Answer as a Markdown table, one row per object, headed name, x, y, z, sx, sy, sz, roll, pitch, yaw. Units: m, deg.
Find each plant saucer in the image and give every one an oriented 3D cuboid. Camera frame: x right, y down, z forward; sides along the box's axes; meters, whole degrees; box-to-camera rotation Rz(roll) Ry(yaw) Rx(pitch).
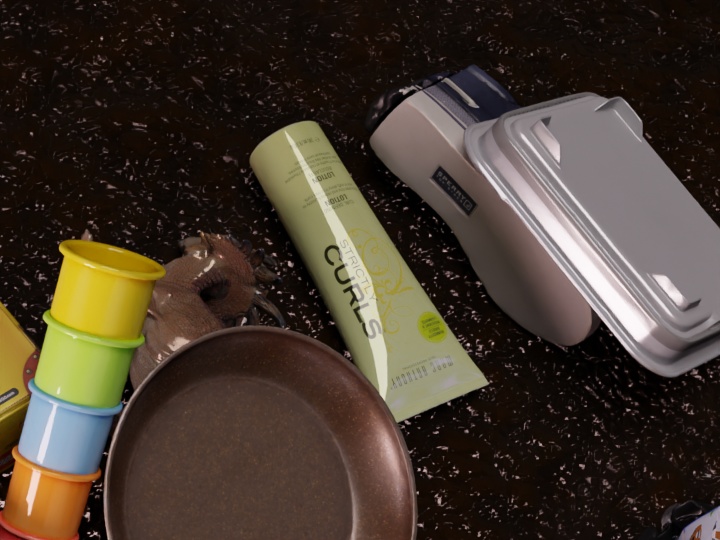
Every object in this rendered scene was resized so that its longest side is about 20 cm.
| name | x | y | z | sx | sy | sz | roll | pitch | yaw |
| --- | --- | --- | --- | --- | --- | --- | --- | --- | --- |
| plant saucer | -0.061 | 0.132 | 1.363 | 0.200 | 0.037 | 0.201 | 7 | 76 | -32 |

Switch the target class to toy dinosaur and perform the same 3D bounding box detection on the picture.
| name | x | y | z | sx | sy | sz | roll | pitch | yaw |
| --- | --- | --- | --- | --- | --- | --- | --- | --- | --- |
| toy dinosaur | -0.098 | 0.049 | 1.421 | 0.135 | 0.086 | 0.200 | 0 | 63 | -21 |

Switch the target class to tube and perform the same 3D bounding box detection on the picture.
| name | x | y | z | sx | sy | sz | roll | pitch | yaw |
| --- | --- | --- | --- | --- | --- | --- | --- | --- | --- |
| tube | 0.000 | 0.000 | 1.496 | 0.058 | 0.052 | 0.200 | -34 | 71 | 14 |

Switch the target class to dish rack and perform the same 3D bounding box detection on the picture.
| name | x | y | z | sx | sy | sz | roll | pitch | yaw |
| --- | --- | --- | --- | --- | --- | --- | --- | --- | --- |
| dish rack | 0.168 | -0.034 | 1.506 | 0.200 | 0.044 | 0.172 | 52 | 31 | 12 |

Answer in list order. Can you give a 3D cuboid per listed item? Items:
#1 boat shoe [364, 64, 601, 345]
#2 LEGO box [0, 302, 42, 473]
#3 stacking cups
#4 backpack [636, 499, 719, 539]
| name | x | y | z | sx | sy | sz | roll | pitch | yaw |
| --- | --- | --- | --- | --- | --- | --- | --- | --- | --- |
| boat shoe | 0.099 | -0.049 | 1.538 | 0.200 | 0.075 | 0.093 | 51 | 44 | 7 |
| LEGO box | -0.290 | 0.074 | 1.358 | 0.200 | 0.077 | 0.149 | -32 | 69 | -28 |
| stacking cups | -0.161 | 0.086 | 1.322 | 0.060 | 0.061 | 0.200 | 16 | 98 | -3 |
| backpack | 0.272 | 0.184 | 1.354 | 0.200 | 0.191 | 0.154 | 11 | 56 | -7 |
